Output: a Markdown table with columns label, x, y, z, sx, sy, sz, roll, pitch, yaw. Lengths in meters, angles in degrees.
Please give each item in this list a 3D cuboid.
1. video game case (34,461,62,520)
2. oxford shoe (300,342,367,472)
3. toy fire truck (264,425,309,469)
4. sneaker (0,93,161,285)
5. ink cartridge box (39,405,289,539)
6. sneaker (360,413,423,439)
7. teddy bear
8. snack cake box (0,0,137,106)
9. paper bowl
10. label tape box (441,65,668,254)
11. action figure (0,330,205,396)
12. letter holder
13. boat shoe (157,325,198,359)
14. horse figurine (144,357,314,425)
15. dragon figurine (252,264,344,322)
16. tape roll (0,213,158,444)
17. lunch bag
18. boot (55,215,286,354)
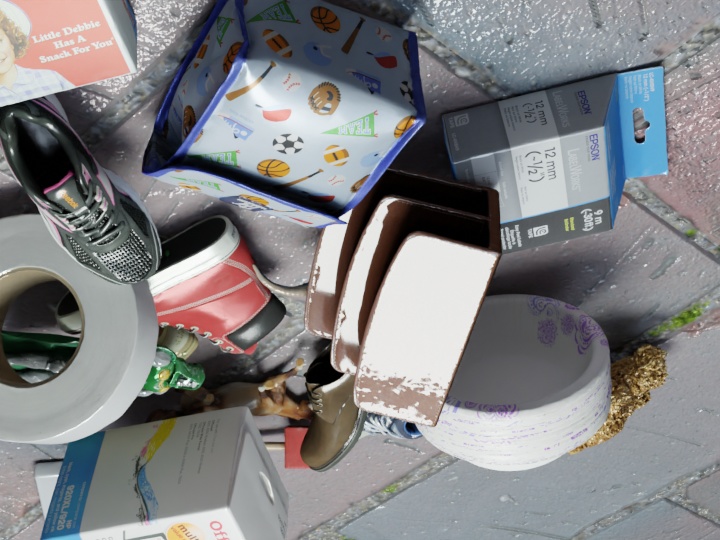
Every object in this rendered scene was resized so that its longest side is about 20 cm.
| label | x | y | z | sx | sy | sz | roll | pitch | yaw |
| --- | --- | --- | --- | --- | --- | --- | --- | --- | --- |
| video game case | -0.283 | 0.280 | 1.601 | 0.200 | 0.024 | 0.182 | -3 | 141 | -8 |
| oxford shoe | -0.031 | 0.130 | 1.406 | 0.084 | 0.073 | 0.200 | 7 | 120 | -30 |
| toy fire truck | -0.153 | 0.201 | 1.483 | 0.200 | 0.049 | 0.141 | 0 | 179 | 16 |
| sneaker | -0.237 | -0.062 | 1.071 | 0.080 | 0.086 | 0.200 | -38 | 114 | 1 |
| ink cartridge box | -0.191 | 0.250 | 1.342 | 0.200 | 0.145 | 0.147 | -12 | 126 | 12 |
| sneaker | 0.033 | 0.150 | 1.451 | 0.077 | 0.085 | 0.200 | 28 | 129 | -37 |
| teddy bear | 0.268 | 0.130 | 1.439 | 0.200 | 0.067 | 0.145 | -28 | 178 | -43 |
| snack cake box | -0.279 | -0.186 | 0.988 | 0.200 | 0.067 | 0.115 | -13 | 140 | 4 |
| paper bowl | 0.148 | 0.119 | 1.317 | 0.200 | 0.201 | 0.105 | -10 | 122 | 1 |
| label tape box | 0.184 | -0.094 | 1.195 | 0.200 | 0.066 | 0.143 | -11 | 141 | 6 |
| action figure | -0.249 | 0.097 | 1.265 | 0.200 | 0.055 | 0.118 | 0 | 145 | -6 |
| letter holder | 0.027 | 0.019 | 1.160 | 0.142 | 0.101 | 0.200 | 13 | 125 | -5 |
| boat shoe | -0.251 | 0.115 | 1.362 | 0.200 | 0.073 | 0.063 | -36 | 131 | 29 |
| horse figurine | -0.137 | 0.141 | 1.426 | 0.200 | 0.050 | 0.133 | -10 | 159 | -12 |
| dragon figurine | 0.000 | 0.000 | 1.269 | 0.200 | 0.100 | 0.059 | 2 | 127 | 1 |
| tape roll | -0.285 | 0.053 | 1.172 | 0.202 | 0.203 | 0.071 | -13 | 171 | 5 |
| lunch bag | -0.067 | -0.116 | 1.073 | 0.170 | 0.124 | 0.200 | 17 | 140 | -25 |
| boot | -0.179 | 0.046 | 1.269 | 0.200 | 0.072 | 0.144 | -22 | 125 | 12 |
